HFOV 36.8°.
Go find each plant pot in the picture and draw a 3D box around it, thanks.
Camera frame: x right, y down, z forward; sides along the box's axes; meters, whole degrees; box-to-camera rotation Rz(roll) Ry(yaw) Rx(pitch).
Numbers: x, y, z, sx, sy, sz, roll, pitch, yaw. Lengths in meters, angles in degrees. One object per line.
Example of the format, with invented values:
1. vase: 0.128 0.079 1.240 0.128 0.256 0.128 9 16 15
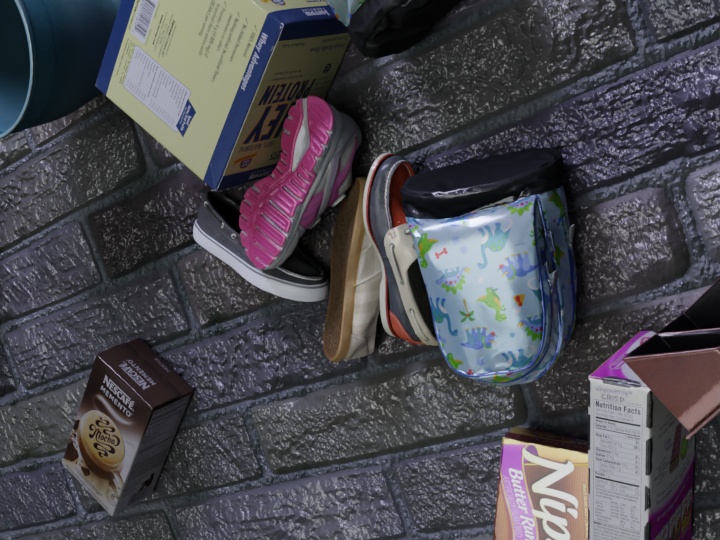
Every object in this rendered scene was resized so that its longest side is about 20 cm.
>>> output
1. plant pot: -0.374 -0.267 1.262 0.198 0.187 0.203 12 111 33

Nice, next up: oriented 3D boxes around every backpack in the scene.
1. backpack: 0.129 0.007 1.023 0.161 0.154 0.202 -7 114 20
2. backpack: 0.014 -0.321 1.005 0.166 0.126 0.202 -32 81 41

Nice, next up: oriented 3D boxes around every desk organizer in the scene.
1. desk organizer: 0.294 0.052 0.868 0.077 0.199 0.072 48 126 16

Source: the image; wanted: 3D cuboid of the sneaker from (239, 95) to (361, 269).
1. sneaker: -0.056 -0.084 1.142 0.081 0.088 0.201 48 118 31

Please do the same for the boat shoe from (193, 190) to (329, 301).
1. boat shoe: -0.111 -0.033 1.223 0.199 0.069 0.067 32 122 33

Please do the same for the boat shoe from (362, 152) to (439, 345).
1. boat shoe: 0.050 -0.019 1.100 0.062 0.071 0.203 14 117 46

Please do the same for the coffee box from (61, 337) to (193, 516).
1. coffee box: -0.309 0.205 1.424 0.113 0.079 0.202 38 123 22

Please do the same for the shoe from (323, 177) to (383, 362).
1. shoe: 0.000 0.000 1.162 0.070 0.053 0.203 -139 55 -65

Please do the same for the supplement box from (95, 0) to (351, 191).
1. supplement box: -0.143 -0.229 1.139 0.199 0.134 0.201 40 123 20

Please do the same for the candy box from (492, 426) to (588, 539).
1. candy box: 0.191 0.265 1.063 0.115 0.056 0.203 8 98 23

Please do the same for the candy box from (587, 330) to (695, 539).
1. candy box: 0.254 0.171 0.972 0.060 0.136 0.203 7 107 32
